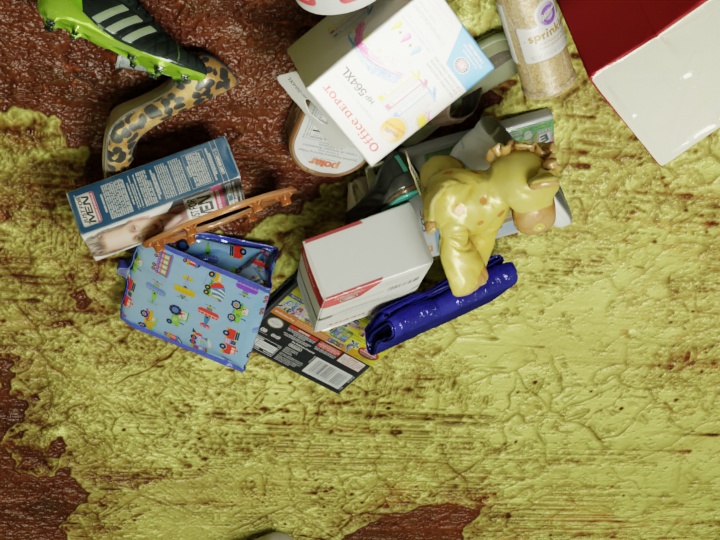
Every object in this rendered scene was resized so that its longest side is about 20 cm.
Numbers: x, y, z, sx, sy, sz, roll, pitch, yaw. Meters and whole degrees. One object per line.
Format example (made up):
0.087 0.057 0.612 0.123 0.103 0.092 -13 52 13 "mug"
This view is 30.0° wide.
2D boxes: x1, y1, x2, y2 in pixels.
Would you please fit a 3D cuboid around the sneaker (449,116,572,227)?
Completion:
0.188 -0.111 1.671 0.080 0.071 0.200 -38 125 24 "sneaker"

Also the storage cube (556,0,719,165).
0.342 -0.264 1.506 0.170 0.181 0.200 -32 132 21 "storage cube"

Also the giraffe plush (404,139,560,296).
0.157 -0.087 1.545 0.161 0.174 0.200 -17 142 10 "giraffe plush"

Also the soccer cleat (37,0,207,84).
-0.251 -0.268 1.460 0.199 0.082 0.067 23 171 -21 "soccer cleat"

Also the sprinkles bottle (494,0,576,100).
0.188 -0.292 1.508 0.068 0.068 0.201 -18 125 8 "sprinkles bottle"

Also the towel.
0.102 0.044 1.786 0.199 0.050 0.148 -23 173 -18 "towel"

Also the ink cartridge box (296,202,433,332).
0.000 0.000 1.689 0.146 0.084 0.200 -20 169 -10 "ink cartridge box"

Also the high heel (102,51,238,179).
-0.227 -0.167 1.573 0.141 0.072 0.201 9 125 -12 "high heel"

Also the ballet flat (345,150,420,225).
0.024 -0.095 1.681 0.068 0.069 0.200 -21 170 -29 "ballet flat"

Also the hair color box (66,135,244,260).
-0.241 -0.085 1.608 0.198 0.061 0.100 -20 163 -6 "hair color box"

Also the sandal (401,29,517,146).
0.114 -0.214 1.598 0.200 0.058 0.080 -34 130 23 "sandal"

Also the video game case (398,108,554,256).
0.155 -0.107 1.719 0.198 0.022 0.183 -16 135 -5 "video game case"

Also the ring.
-0.169 -0.059 1.631 0.199 0.200 0.019 -22 90 11 "ring"

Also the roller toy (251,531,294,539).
-0.158 0.531 2.190 0.139 0.200 0.184 -22 99 12 "roller toy"

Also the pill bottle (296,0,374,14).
-0.040 -0.376 1.372 0.118 0.120 0.201 -16 135 6 "pill bottle"

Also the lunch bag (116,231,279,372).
-0.223 0.027 1.755 0.198 0.094 0.151 16 127 -7 "lunch bag"

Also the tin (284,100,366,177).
-0.022 -0.195 1.609 0.111 0.042 0.201 12 131 -15 "tin"

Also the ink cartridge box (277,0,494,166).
0.021 -0.224 1.483 0.200 0.125 0.129 -39 120 7 "ink cartridge box"

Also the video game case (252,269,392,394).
-0.046 0.080 1.880 0.199 0.026 0.181 30 123 -31 "video game case"
